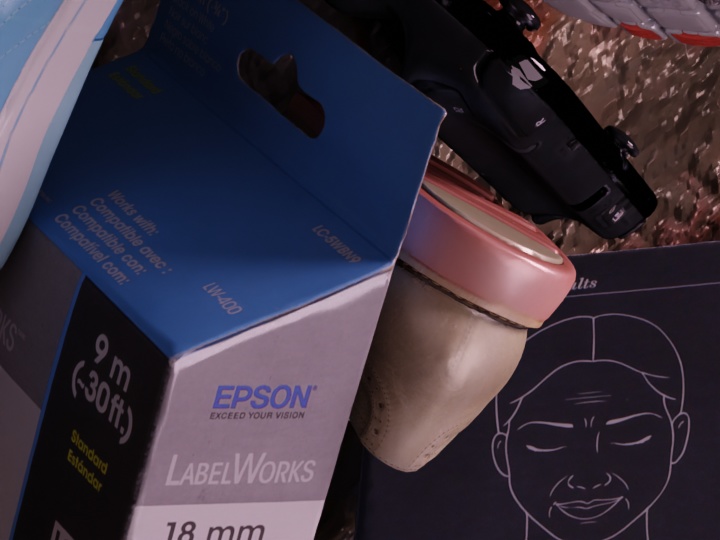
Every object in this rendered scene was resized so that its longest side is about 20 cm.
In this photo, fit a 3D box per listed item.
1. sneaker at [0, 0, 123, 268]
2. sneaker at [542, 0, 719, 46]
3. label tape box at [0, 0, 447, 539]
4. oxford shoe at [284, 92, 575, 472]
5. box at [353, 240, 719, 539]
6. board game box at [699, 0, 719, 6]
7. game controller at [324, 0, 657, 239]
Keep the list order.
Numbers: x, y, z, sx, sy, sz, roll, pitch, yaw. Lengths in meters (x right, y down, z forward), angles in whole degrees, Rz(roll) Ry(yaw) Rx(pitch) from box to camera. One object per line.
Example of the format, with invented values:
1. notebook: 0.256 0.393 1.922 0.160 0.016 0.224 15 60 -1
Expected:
1. sneaker: -0.121 -0.080 0.699 0.131 0.080 0.200 0 115 -49
2. sneaker: 0.143 -0.120 0.911 0.077 0.200 0.082 50 39 -72
3. label tape box: -0.064 0.021 0.774 0.063 0.144 0.200 2 114 -34
4. oxford shoe: 0.000 0.000 0.818 0.071 0.200 0.074 27 96 -11
5. box: 0.081 0.099 0.916 0.107 0.148 0.200 71 19 -47
6. board game box: 0.106 -0.157 0.750 0.200 0.159 0.097 -17 128 -40
7. game controller: 0.031 -0.061 0.820 0.042 0.104 0.200 -39 164 5
